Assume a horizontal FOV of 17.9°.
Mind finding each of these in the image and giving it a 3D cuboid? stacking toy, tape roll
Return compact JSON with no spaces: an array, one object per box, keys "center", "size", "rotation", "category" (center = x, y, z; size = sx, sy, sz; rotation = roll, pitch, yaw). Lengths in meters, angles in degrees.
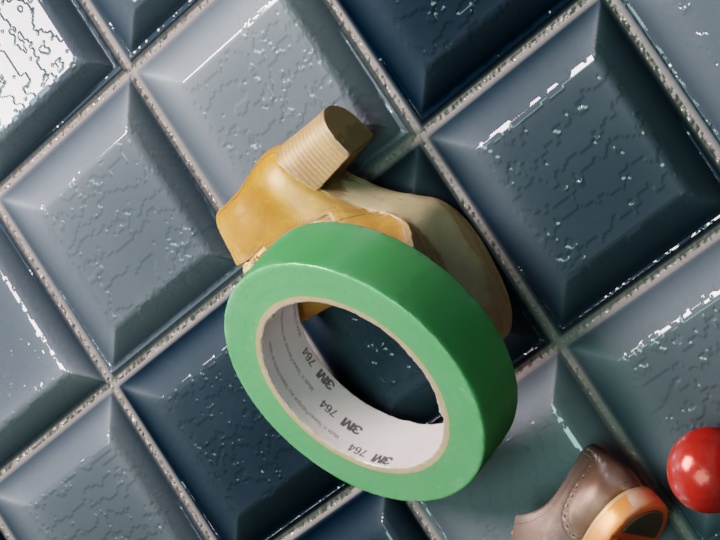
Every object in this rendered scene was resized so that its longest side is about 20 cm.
[{"center":[0.278,0.121,1.394],"size":[0.199,0.085,0.086],"rotation":[-9,98,37],"category":"stacking toy"},{"center":[0.005,0.062,1.503],"size":[0.200,0.048,0.201],"rotation":[24,139,22],"category":"tape roll"}]

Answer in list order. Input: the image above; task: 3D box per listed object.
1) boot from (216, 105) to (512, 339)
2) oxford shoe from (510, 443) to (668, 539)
[{"center":[-0.001,0.000,1.537],"size":[0.201,0.071,0.144],"rotation":[50,130,7],"category":"boot"},{"center":[0.125,0.202,1.515],"size":[0.073,0.071,0.200],"rotation":[51,119,33],"category":"oxford shoe"}]
